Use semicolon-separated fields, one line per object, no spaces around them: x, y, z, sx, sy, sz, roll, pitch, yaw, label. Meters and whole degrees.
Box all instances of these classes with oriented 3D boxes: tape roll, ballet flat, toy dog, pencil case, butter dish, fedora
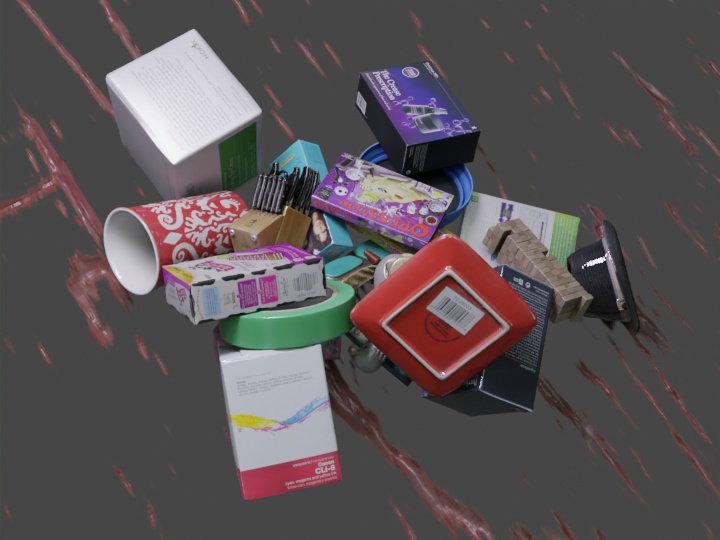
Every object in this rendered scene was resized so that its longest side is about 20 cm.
-0.105;0.060;1.358;0.200;0.200;0.048;-8;104;-10;tape roll
0.000;0.000;1.520;0.070;0.065;0.200;27;37;36;ballet flat
0.023;0.048;1.439;0.096;0.132;0.200;24;71;3;toy dog
-0.127;0.107;1.451;0.200;0.087;0.087;-7;68;-7;pencil case
0.116;0.042;1.331;0.200;0.199;0.148;43;22;-18;butter dish
0.386;0.019;1.512;0.092;0.201;0.201;-14;66;17;fedora

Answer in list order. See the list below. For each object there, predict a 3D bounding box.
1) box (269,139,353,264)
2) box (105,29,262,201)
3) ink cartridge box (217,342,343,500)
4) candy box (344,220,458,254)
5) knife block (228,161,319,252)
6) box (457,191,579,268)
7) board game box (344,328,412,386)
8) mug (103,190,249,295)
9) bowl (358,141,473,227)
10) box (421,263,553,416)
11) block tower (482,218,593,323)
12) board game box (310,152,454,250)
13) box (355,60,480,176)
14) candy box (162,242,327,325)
-0.084;-0.108;1.546;0.049;0.082;0.200;8;56;-48;box
-0.280;-0.232;1.520;0.171;0.199;0.200;-33;73;-18;box
-0.119;0.200;1.343;0.145;0.145;0.200;-10;96;-10;ink cartridge box
0.061;-0.071;1.550;0.200;0.026;0.102;34;44;20;candy box
-0.122;-0.066;1.494;0.064;0.200;0.176;16;41;36;knife block
0.264;-0.045;1.591;0.200;0.036;0.144;14;66;1;box
0.086;0.071;1.524;0.135;0.028;0.200;38;68;9;board game box
-0.290;-0.058;1.463;0.177;0.134;0.200;15;25;40;mug
0.088;-0.145;1.580;0.200;0.039;0.201;6;46;-6;bowl
0.193;0.110;1.430;0.107;0.148;0.200;23;68;-26;box
0.278;-0.002;1.489;0.058;0.054;0.200;-14;51;-34;block tower
0.036;-0.111;1.493;0.200;0.032;0.120;22;55;10;board game box
0.096;-0.264;1.608;0.141;0.079;0.200;-13;52;-21;box
-0.166;0.014;1.338;0.200;0.136;0.061;-13;107;-26;candy box
